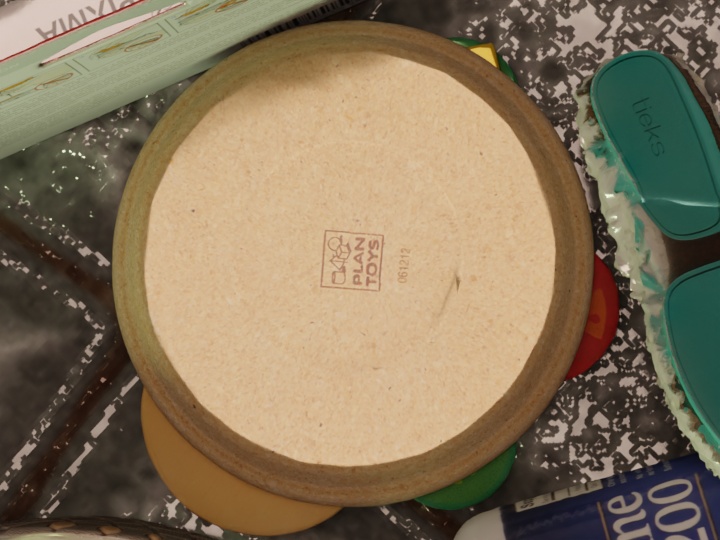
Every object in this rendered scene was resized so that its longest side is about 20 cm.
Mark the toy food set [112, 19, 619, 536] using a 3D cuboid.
[{"bbox_3d":[0.000,0.000,1.092,0.197,0.049,0.201,-12,83,4],"label":"toy food set"}]

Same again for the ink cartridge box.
[{"bbox_3d":[-0.093,-0.099,1.046,0.199,0.174,0.044,-23,84,2],"label":"ink cartridge box"}]

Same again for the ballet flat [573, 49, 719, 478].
[{"bbox_3d":[0.134,0.004,1.044,0.071,0.072,0.201,-17,58,3],"label":"ballet flat"}]

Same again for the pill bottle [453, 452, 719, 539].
[{"bbox_3d":[0.099,0.134,1.036,0.199,0.111,0.112,-16,83,4],"label":"pill bottle"}]

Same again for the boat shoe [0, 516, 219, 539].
[{"bbox_3d":[-0.134,0.134,1.082,0.199,0.076,0.072,0,88,15],"label":"boat shoe"}]
